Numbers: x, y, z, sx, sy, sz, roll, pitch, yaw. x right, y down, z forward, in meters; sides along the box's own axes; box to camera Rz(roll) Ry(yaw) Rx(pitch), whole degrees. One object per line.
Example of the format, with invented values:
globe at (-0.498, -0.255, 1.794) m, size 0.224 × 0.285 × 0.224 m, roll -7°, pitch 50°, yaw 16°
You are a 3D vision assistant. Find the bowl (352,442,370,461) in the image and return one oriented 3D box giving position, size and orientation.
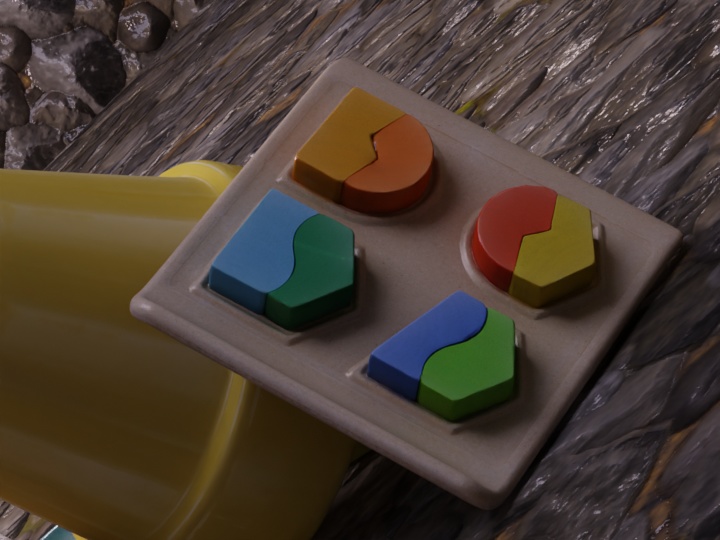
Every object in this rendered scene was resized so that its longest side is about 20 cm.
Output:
bowl at (0.000, 0.000, 1.542) m, size 0.200 × 0.108 × 0.200 m, roll -41°, pitch 12°, yaw 10°

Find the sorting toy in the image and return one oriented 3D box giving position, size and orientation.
sorting toy at (0.024, -0.004, 1.322) m, size 0.200 × 0.185 × 0.037 m, roll -50°, pitch -18°, yaw -39°

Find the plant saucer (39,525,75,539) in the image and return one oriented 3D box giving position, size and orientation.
plant saucer at (-0.162, 0.184, 1.605) m, size 0.200 × 0.036 × 0.200 m, roll -42°, pitch 12°, yaw 11°

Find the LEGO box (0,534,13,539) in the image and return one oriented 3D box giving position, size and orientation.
LEGO box at (-0.205, 0.225, 1.415) m, size 0.200 × 0.077 × 0.149 m, roll -47°, pitch 29°, yaw -18°

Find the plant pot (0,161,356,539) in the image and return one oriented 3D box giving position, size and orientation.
plant pot at (-0.123, 0.036, 1.398) m, size 0.201 × 0.188 × 0.202 m, roll -33°, pitch 49°, yaw 49°
